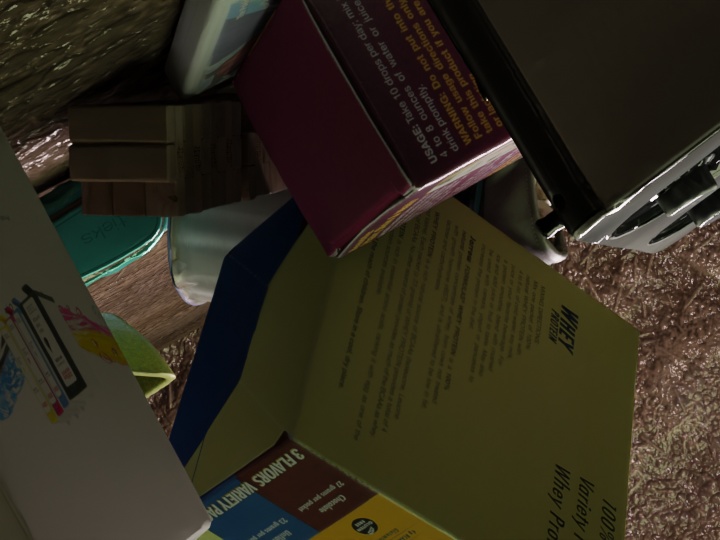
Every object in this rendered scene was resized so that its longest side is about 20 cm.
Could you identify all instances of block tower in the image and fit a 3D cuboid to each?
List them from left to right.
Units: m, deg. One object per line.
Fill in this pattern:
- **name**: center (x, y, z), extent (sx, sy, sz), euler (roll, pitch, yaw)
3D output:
- **block tower**: center (-0.082, -0.064, 0.833), extent (0.057, 0.054, 0.200), euler (3, -172, 19)

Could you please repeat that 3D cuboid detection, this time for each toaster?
- **toaster**: center (0.075, -0.111, 0.486), extent (0.118, 0.201, 0.181), euler (-33, 169, 14)

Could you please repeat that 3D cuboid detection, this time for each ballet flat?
- **ballet flat**: center (-0.202, 0.002, 0.912), extent (0.199, 0.068, 0.070), euler (-28, -168, -9)
- **ballet flat**: center (0.096, -0.099, 0.861), extent (0.063, 0.202, 0.067), euler (7, -159, 17)

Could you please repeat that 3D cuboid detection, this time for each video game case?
- **video game case**: center (0.005, -0.148, 0.701), extent (0.181, 0.023, 0.200), euler (-29, 178, -15)

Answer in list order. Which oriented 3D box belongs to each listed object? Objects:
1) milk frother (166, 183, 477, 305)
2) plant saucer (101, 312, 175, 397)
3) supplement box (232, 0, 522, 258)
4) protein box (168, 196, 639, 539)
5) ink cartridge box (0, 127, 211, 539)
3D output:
- **milk frother**: center (0.000, 0.000, 1.020), extent (0.187, 0.201, 0.181), euler (9, -150, 17)
- **plant saucer**: center (-0.246, 0.063, 1.043), extent (0.199, 0.048, 0.200), euler (6, 160, -26)
- **supplement box**: center (0.059, -0.105, 0.730), extent (0.199, 0.104, 0.131), euler (-30, 178, -21)
- **protein box**: center (0.023, 0.083, 0.828), extent (0.135, 0.199, 0.199), euler (-37, -151, 41)
- **ink cartridge box**: center (-0.181, 0.059, 0.609), extent (0.147, 0.201, 0.145), euler (-30, 178, 16)
